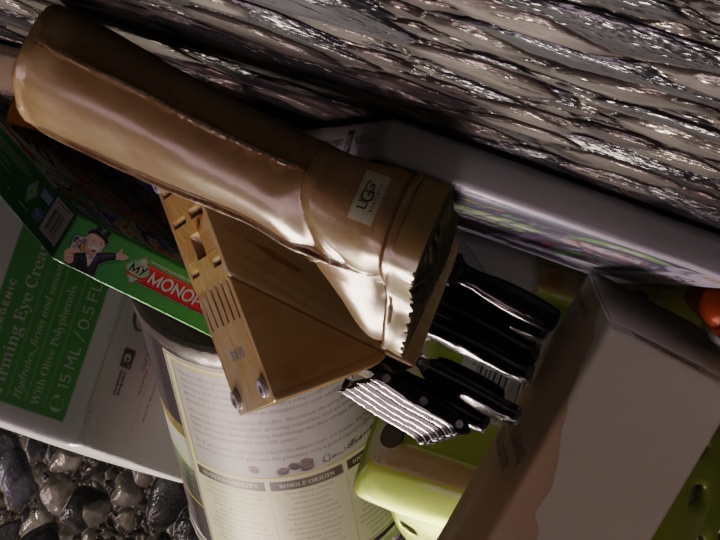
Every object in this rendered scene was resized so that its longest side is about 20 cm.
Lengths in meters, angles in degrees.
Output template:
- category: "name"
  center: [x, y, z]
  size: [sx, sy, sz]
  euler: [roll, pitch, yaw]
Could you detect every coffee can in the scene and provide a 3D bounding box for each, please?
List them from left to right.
- category: "coffee can"
  center: [-0.048, 0.064, 1.619]
  size: [0.145, 0.147, 0.201]
  euler: [16, 139, 24]

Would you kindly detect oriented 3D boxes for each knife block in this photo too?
- category: "knife block"
  center: [0.006, -0.003, 1.386]
  size: [0.175, 0.201, 0.064]
  euler: [-20, 178, -22]

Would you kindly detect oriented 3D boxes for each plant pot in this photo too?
- category: "plant pot"
  center: [0.119, 0.089, 1.588]
  size: [0.199, 0.200, 0.181]
  euler: [16, 170, 30]

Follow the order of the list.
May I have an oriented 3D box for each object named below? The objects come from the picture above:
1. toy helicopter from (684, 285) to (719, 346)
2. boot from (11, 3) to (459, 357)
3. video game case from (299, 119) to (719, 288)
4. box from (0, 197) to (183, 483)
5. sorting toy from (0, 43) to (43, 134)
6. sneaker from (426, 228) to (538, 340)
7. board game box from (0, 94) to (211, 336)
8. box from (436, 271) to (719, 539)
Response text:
- category: "toy helicopter"
  center: [0.223, 0.029, 1.332]
  size: [0.132, 0.079, 0.200]
  euler: [26, 166, 5]
- category: "boot"
  center: [-0.054, -0.043, 1.270]
  size: [0.199, 0.066, 0.175]
  euler: [24, 161, 7]
- category: "video game case"
  center: [0.075, -0.030, 1.351]
  size: [0.199, 0.024, 0.182]
  euler: [19, 175, -16]
- category: "box"
  center: [-0.188, 0.016, 1.835]
  size: [0.170, 0.200, 0.200]
  euler: [16, 174, 22]
- category: "sorting toy"
  center: [-0.101, -0.068, 1.498]
  size: [0.184, 0.037, 0.200]
  euler: [16, 175, 27]
- category: "sneaker"
  center: [0.000, 0.000, 1.452]
  size: [0.198, 0.081, 0.077]
  euler: [9, 165, -11]
- category: "board game box"
  center: [-0.145, -0.034, 1.494]
  size: [0.134, 0.029, 0.200]
  euler: [27, -170, -37]
- category: "box"
  center: [0.108, 0.113, 1.414]
  size: [0.077, 0.201, 0.095]
  euler: [26, -167, -10]
